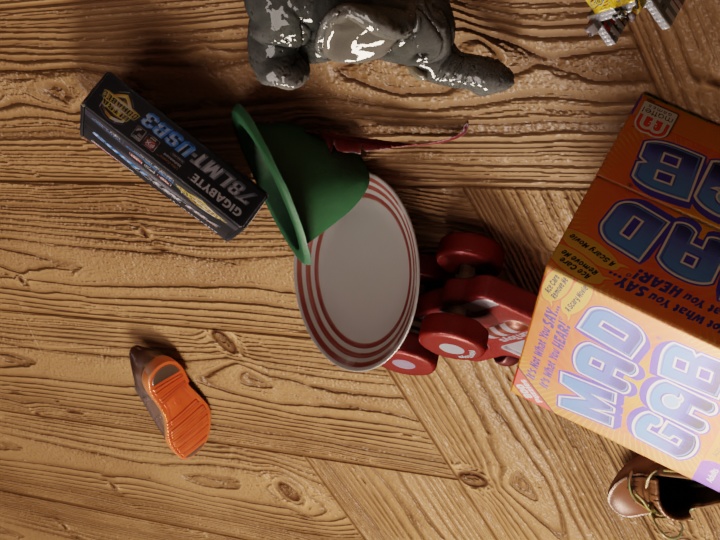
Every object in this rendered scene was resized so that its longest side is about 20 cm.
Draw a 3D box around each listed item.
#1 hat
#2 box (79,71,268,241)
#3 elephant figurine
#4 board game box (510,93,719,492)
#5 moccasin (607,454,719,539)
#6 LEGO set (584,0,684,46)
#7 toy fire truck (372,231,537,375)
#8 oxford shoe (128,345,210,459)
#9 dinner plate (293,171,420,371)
[{"bbox_3d":[-0.008,-0.110,1.593,0.200,0.176,0.166,58,170,38],"label":"hat"},{"bbox_3d":[-0.193,-0.110,1.663,0.200,0.050,0.198,37,170,-7],"label":"box"},{"bbox_3d":[0.012,-0.216,1.335,0.200,0.155,0.142,4,97,22],"label":"elephant figurine"},{"bbox_3d":[0.266,0.020,1.355,0.200,0.200,0.200,25,149,12],"label":"board game box"},{"bbox_3d":[0.327,0.231,1.711,0.074,0.078,0.201,44,147,-18],"label":"moccasin"},{"bbox_3d":[0.207,-0.238,1.124,0.200,0.116,0.154,-2,135,43],"label":"LEGO set"},{"bbox_3d":[0.117,0.054,1.640,0.168,0.112,0.200,25,155,-25],"label":"toy fire truck"},{"bbox_3d":[-0.253,0.171,2.172,0.073,0.071,0.200,34,151,38],"label":"oxford shoe"},{"bbox_3d":[0.000,0.000,1.626,0.024,0.201,0.200,0,170,-38],"label":"dinner plate"}]
